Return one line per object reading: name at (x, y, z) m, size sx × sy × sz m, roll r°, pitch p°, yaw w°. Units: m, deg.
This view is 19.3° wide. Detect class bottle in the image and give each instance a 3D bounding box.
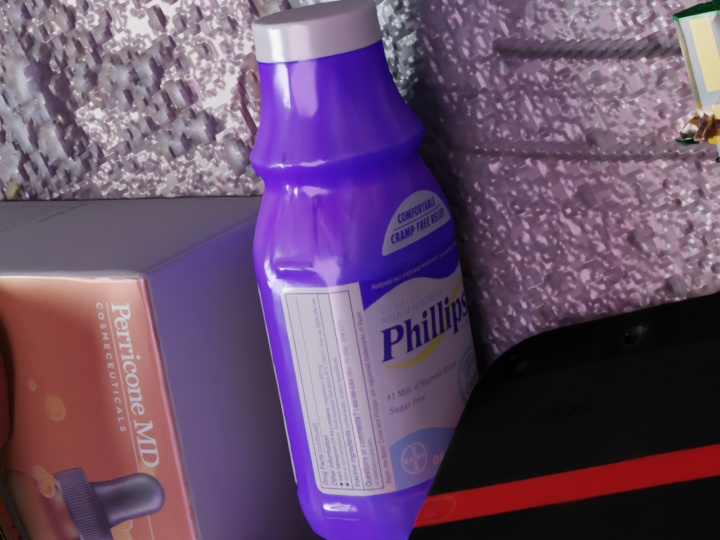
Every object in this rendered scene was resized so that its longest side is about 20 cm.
bottle at (0.000, 0.000, 0.797) m, size 0.065 × 0.084 × 0.200 m, roll 0°, pitch 106°, yaw 34°

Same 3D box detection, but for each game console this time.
game console at (0.103, 0.073, 0.702) m, size 0.200 × 0.177 × 0.031 m, roll -15°, pitch 124°, yaw 36°

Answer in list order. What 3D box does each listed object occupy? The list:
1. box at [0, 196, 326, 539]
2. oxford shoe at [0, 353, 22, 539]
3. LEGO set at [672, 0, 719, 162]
box at (-0.122, 0.055, 0.882) m, size 0.200 × 0.106 × 0.152 m, roll 0°, pitch 107°, yaw 34°
oxford shoe at (-0.175, 0.111, 0.823) m, size 0.070 × 0.075 × 0.200 m, roll 5°, pitch 113°, yaw 29°
LEGO set at (0.199, -0.044, 0.611) m, size 0.200 × 0.154 × 0.116 m, roll -8°, pitch 103°, yaw 39°
